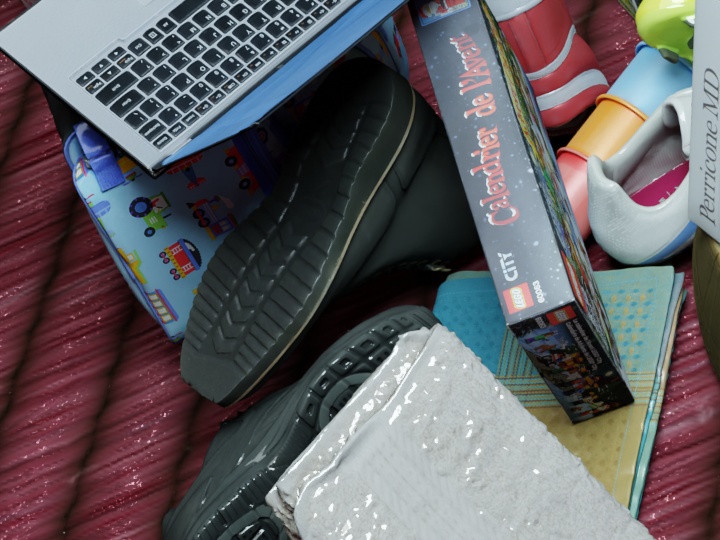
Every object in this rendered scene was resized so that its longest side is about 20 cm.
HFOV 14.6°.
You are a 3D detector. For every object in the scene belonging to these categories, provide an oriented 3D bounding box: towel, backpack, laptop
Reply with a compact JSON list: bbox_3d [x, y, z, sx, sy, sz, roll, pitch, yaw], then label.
[{"bbox_3d":[0.088,0.087,1.494,0.146,0.022,0.201,-1,56,25],"label":"towel"},{"bbox_3d":[-0.060,-0.078,1.584,0.199,0.183,0.135,-24,42,-1],"label":"backpack"},{"bbox_3d":[-0.061,-0.149,1.461,0.200,0.116,0.187,39,63,21],"label":"laptop"},{"bbox_3d":[0.061,0.134,1.375,0.133,0.200,0.034,-49,7,-19],"label":"towel"}]

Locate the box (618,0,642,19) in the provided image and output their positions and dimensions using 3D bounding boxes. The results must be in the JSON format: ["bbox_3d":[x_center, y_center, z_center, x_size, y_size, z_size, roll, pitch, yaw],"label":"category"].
[{"bbox_3d":[0.222,-0.235,1.672,0.199,0.035,0.110,-33,48,-2],"label":"box"}]

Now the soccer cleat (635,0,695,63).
[{"bbox_3d":[0.234,-0.165,1.550,0.199,0.065,0.084,-13,72,-19],"label":"soccer cleat"}]

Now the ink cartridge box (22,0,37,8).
[{"bbox_3d":[-0.185,-0.222,1.737,0.086,0.200,0.147,-43,49,-11],"label":"ink cartridge box"}]

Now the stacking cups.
[{"bbox_3d":[0.162,-0.099,1.575,0.060,0.061,0.200,29,70,38],"label":"stacking cups"}]

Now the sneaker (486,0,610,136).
[{"bbox_3d":[0.097,-0.143,1.647,0.071,0.113,0.200,-22,18,10],"label":"sneaker"}]

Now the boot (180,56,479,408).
[{"bbox_3d":[0.000,0.000,1.536,0.077,0.138,0.201,37,95,40],"label":"boot"}]

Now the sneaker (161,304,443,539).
[{"bbox_3d":[-0.036,0.090,1.507,0.200,0.076,0.091,-44,27,-7],"label":"sneaker"}]

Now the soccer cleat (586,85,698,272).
[{"bbox_3d":[0.208,-0.075,1.517,0.199,0.087,0.070,-34,48,-7],"label":"soccer cleat"}]

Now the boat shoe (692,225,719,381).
[{"bbox_3d":[0.222,0.045,1.438,0.064,0.074,0.201,-9,45,-10],"label":"boat shoe"}]

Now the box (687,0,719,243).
[{"bbox_3d":[0.278,-0.105,1.401,0.199,0.200,0.131,-26,44,-23],"label":"box"}]

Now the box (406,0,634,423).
[{"bbox_3d":[0.083,-0.037,1.459,0.037,0.137,0.201,-21,62,9],"label":"box"}]
